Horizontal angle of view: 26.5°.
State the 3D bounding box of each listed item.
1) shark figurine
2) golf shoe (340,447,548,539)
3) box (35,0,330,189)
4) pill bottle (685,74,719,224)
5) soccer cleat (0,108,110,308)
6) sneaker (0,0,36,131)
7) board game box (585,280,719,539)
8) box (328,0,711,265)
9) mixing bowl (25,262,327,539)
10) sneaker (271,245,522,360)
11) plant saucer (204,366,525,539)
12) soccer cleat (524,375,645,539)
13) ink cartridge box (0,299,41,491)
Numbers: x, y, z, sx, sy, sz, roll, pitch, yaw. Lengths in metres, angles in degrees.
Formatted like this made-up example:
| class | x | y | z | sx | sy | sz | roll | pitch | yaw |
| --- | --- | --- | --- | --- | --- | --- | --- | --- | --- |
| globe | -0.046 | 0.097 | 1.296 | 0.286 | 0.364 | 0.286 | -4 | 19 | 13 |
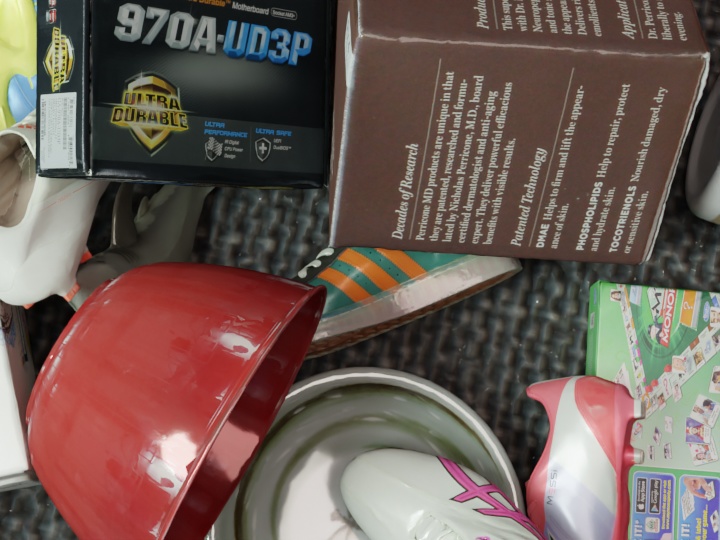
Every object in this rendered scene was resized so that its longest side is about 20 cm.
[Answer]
| class | x | y | z | sx | sy | sz | roll | pitch | yaw |
| --- | --- | --- | --- | --- | --- | --- | --- | --- | --- |
| shark figurine | -0.109 | -0.022 | 0.964 | 0.089 | 0.128 | 0.215 | 23 | 53 | 8 |
| golf shoe | 0.069 | 0.162 | 0.876 | 0.200 | 0.092 | 0.073 | 32 | 89 | 20 |
| box | -0.097 | -0.128 | 0.879 | 0.046 | 0.200 | 0.160 | 2 | 91 | 39 |
| pill bottle | 0.323 | -0.063 | 0.993 | 0.199 | 0.116 | 0.116 | 17 | 79 | -3 |
| soccer cleat | -0.175 | -0.068 | 0.877 | 0.069 | 0.078 | 0.200 | -14 | 43 | 22 |
| sneaker | -0.202 | -0.167 | 0.992 | 0.105 | 0.076 | 0.201 | 2 | 87 | -17 |
| board game box | 0.213 | 0.112 | 0.997 | 0.134 | 0.029 | 0.201 | 5 | 80 | -3 |
| box | 0.085 | -0.120 | 0.927 | 0.199 | 0.164 | 0.166 | 3 | 45 | -4 |
| mixing bowl | -0.112 | 0.071 | 0.841 | 0.108 | 0.200 | 0.200 | 29 | 79 | 5 |
| sneaker | 0.000 | 0.000 | 0.979 | 0.200 | 0.071 | 0.080 | -20 | 80 | -15 |
| plant saucer | 0.002 | 0.162 | 0.958 | 0.199 | 0.050 | 0.201 | 1 | 81 | -4 |
| soccer cleat | 0.132 | 0.164 | 0.941 | 0.076 | 0.067 | 0.201 | 4 | 82 | 18 |
| ink cartridge box | -0.276 | 0.041 | 0.904 | 0.147 | 0.145 | 0.201 | -10 | 81 | -6 |
